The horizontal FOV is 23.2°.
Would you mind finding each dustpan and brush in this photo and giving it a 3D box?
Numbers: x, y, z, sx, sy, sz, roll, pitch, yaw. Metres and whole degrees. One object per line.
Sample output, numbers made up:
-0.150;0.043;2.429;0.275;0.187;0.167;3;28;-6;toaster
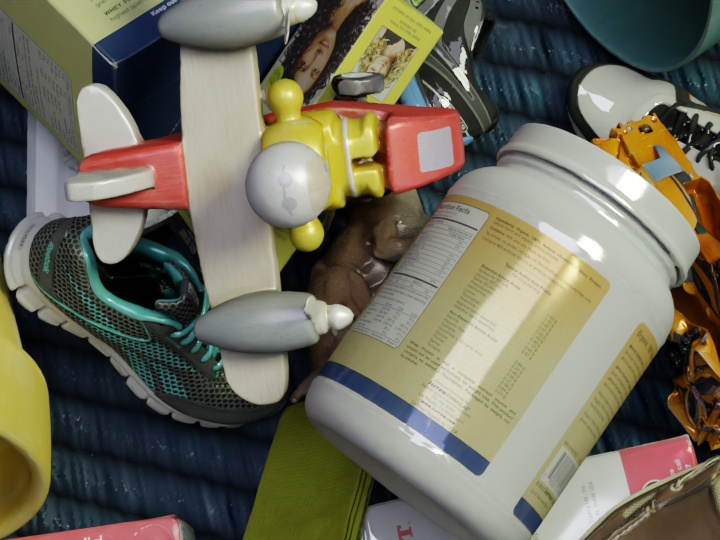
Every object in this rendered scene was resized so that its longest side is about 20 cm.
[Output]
-0.113;-0.082;1.124;0.198;0.057;0.141;1;66;-12;dustpan and brush

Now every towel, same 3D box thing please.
-0.036;0.146;1.008;0.086;0.018;0.201;-16;38;30;towel

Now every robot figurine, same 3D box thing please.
0.193;0.016;1.037;0.058;0.145;0.201;-17;61;-15;robot figurine

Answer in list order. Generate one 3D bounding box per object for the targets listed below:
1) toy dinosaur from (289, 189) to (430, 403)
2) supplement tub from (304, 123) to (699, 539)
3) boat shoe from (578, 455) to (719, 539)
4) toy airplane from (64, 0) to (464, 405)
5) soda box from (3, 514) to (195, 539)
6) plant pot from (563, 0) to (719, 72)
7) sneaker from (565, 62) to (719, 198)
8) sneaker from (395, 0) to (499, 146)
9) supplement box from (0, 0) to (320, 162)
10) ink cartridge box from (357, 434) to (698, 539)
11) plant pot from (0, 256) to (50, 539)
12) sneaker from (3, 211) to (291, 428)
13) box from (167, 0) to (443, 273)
0.000;0.000;1.064;0.135;0.086;0.201;16;69;40;toy dinosaur
0.079;0.036;0.946;0.144;0.144;0.201;34;80;13;supplement tub
0.187;0.135;0.944;0.202;0.075;0.075;-33;72;-9;boat shoe
-0.061;-0.055;0.939;0.200;0.141;0.200;39;90;-19;toy airplane
-0.196;0.197;1.044;0.198;0.063;0.071;-9;72;2;soda box
0.217;-0.248;1.094;0.160;0.201;0.201;-26;72;-19;plant pot
0.216;-0.075;1.094;0.199;0.080;0.074;34;79;15;sneaker
0.043;-0.171;1.147;0.082;0.071;0.201;-9;73;-14;sneaker
-0.138;-0.192;1.090;0.200;0.135;0.200;-37;67;-26;supplement box
0.109;0.193;1.013;0.198;0.083;0.146;-12;71;0;ink cartridge box
-0.286;0.047;1.040;0.199;0.201;0.190;-9;56;1;plant pot
-0.115;0.031;1.040;0.199;0.091;0.078;33;65;-25;sneaker
-0.036;-0.084;1.062;0.201;0.050;0.075;-56;33;9;box
